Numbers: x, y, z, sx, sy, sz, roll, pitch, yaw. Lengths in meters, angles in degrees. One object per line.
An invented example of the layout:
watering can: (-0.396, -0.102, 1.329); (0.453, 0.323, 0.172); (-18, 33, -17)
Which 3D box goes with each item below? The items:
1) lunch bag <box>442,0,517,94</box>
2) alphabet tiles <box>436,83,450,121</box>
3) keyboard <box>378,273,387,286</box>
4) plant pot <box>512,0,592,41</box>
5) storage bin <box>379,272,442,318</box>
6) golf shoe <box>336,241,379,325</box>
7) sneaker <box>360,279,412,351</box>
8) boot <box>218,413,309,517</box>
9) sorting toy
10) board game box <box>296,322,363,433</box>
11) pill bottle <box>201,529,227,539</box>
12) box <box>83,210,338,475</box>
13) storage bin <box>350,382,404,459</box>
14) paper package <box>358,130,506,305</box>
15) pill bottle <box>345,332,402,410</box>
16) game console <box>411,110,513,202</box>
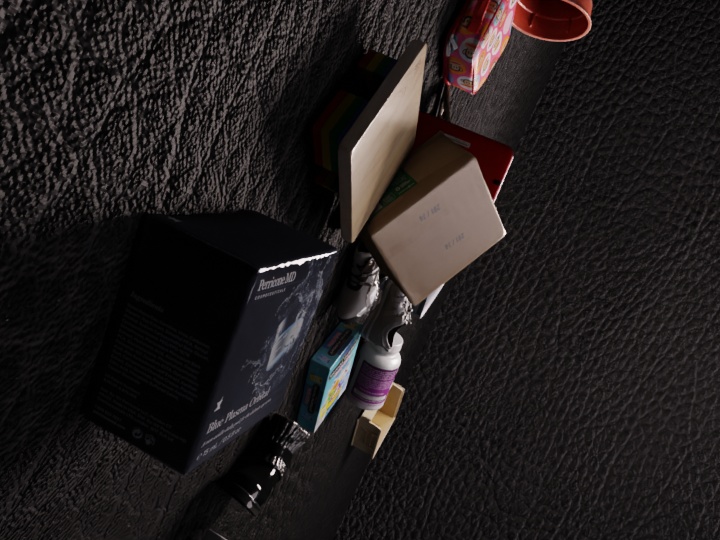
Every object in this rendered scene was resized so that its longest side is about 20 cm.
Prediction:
lunch bag: (0.220, -0.443, 1.174); (0.201, 0.082, 0.176); (-62, 166, -11)
alphabet tiles: (0.153, -0.253, 1.259); (0.168, 0.008, 0.201); (101, -3, -47)
keyboard: (0.025, 0.034, 1.322); (0.127, 0.021, 0.200); (-45, 177, 15)
plant pot: (0.455, -0.668, 1.482); (0.201, 0.200, 0.196); (35, 72, -77)
storage bin: (0.124, 0.004, 1.496); (0.200, 0.134, 0.146); (-46, 157, -52)
golf shoe: (0.000, 0.000, 1.185); (0.094, 0.078, 0.201); (36, 80, -54)
sneaker: (0.081, 0.072, 1.303); (0.075, 0.082, 0.201); (-7, 130, -58)
boot: (-0.157, 0.319, 1.089); (0.158, 0.079, 0.211); (-54, 175, -15)
sorting toy: (0.006, -0.175, 0.856); (0.200, 0.069, 0.199); (-59, 166, -26)
board game box: (-0.064, 0.218, 1.345); (0.151, 0.047, 0.201); (-50, 160, -49)
pill bottle: (-0.257, 0.514, 0.993); (0.200, 0.111, 0.111); (-58, 165, -26)
box: (-0.134, 0.054, 0.628); (0.201, 0.117, 0.197); (-69, 166, 13)
storage bin: (0.062, 0.518, 2.279); (0.200, 0.093, 0.199); (-51, 162, -44)
paper package: (0.103, -0.079, 1.007); (0.200, 0.104, 0.191); (-37, 133, -4)
pill bottle: (0.039, 0.251, 1.666); (0.112, 0.112, 0.201); (-38, 151, -62)
game console: (0.160, -0.176, 1.167); (0.173, 0.199, 0.119); (-69, 167, 17)
